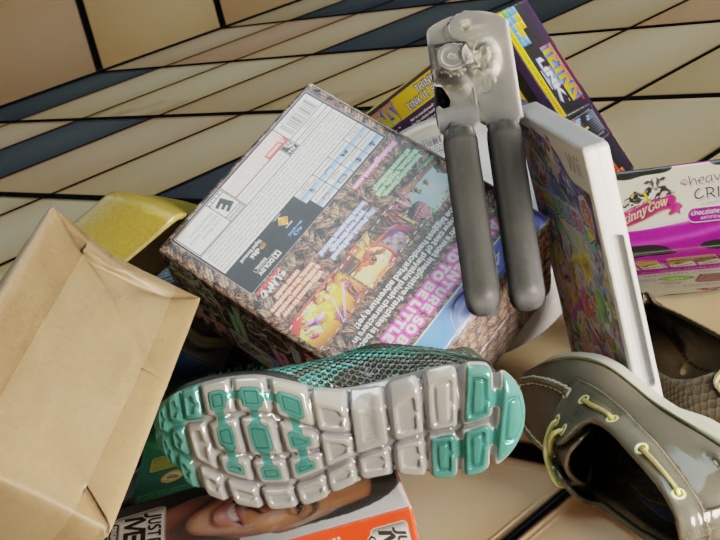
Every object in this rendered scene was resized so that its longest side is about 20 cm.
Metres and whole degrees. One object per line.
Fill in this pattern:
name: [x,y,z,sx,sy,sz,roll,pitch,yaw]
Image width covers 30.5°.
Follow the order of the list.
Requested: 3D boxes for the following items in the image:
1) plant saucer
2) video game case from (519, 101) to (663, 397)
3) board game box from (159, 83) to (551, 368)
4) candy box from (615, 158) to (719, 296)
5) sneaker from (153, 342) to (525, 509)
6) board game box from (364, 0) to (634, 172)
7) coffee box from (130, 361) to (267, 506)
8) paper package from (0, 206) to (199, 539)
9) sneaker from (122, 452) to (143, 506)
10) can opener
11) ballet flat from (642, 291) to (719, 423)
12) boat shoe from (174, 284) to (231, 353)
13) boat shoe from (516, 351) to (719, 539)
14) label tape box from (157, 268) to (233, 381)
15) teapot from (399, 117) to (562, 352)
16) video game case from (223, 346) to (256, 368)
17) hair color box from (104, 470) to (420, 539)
plant saucer: [-0.200,0.008,0.940,0.200,0.048,0.200,-40,-1,3]
video game case: [0.142,0.005,0.809,0.018,0.201,0.143,-17,18,-4]
board game box: [0.000,0.000,0.870,0.200,0.097,0.160,32,70,23]
candy box: [0.242,-0.027,0.918,0.136,0.061,0.200,-6,-11,21]
sneaker: [-0.012,0.079,0.730,0.199,0.078,0.091,-3,14,1]
board game box: [0.104,-0.103,1.113,0.200,0.166,0.057,-32,0,44]
coffee box: [-0.083,0.119,0.892,0.123,0.044,0.200,-15,18,0]
paper package: [-0.197,0.100,0.722,0.200,0.103,0.191,-47,18,36]
sneaker: [-0.234,0.101,0.945,0.200,0.113,0.071,1,29,39]
can opener: [0.077,-0.066,0.817,0.053,0.201,0.067,-7,-17,3]
ballet flat: [0.211,0.052,0.864,0.067,0.047,0.200,-18,18,-10]
boat shoe: [-0.063,0.001,1.019,0.200,0.075,0.073,-33,-8,-49]
boat shoe: [0.139,0.099,0.739,0.060,0.072,0.202,-17,21,-24]
label tape box: [-0.169,0.051,1.064,0.144,0.063,0.200,-16,35,34]
teapot: [0.078,-0.010,1.002,0.199,0.146,0.198,23,72,19]
video game case: [-0.035,0.041,1.131,0.200,0.018,0.143,-23,20,-26]
hair color box: [-0.069,0.161,0.728,0.199,0.061,0.102,-15,17,-5]
